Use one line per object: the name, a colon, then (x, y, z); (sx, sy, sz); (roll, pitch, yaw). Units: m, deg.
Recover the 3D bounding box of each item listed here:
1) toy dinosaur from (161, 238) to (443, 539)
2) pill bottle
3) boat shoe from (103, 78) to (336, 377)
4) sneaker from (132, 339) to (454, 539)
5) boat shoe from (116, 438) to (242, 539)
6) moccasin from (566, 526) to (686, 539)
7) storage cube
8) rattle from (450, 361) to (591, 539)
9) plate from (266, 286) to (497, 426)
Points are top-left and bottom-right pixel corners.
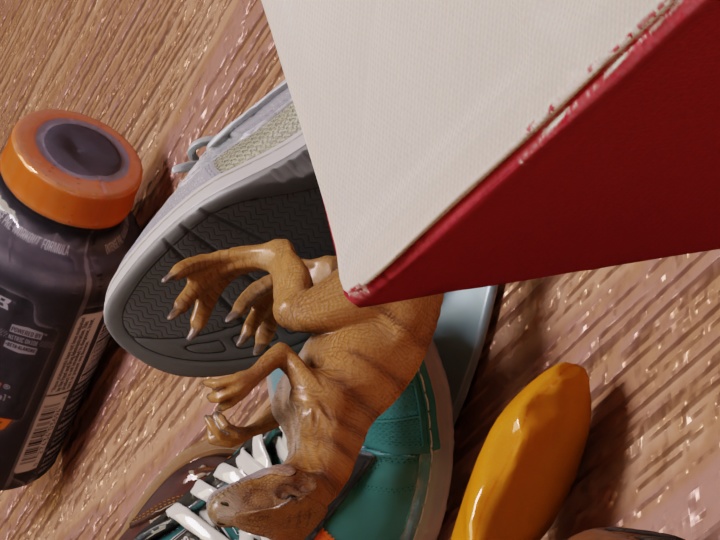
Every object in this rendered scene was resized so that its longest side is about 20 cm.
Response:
toy dinosaur: (0.004, 0.009, 0.676); (0.106, 0.061, 0.200); (12, 56, 32)
pill bottle: (-0.180, 0.013, 1.142); (0.106, 0.106, 0.201); (-105, 34, -50)
boat shoe: (-0.007, -0.039, 0.734); (0.202, 0.074, 0.065); (-42, 27, 20)
sneaker: (-0.033, 0.096, 0.745); (0.071, 0.080, 0.201); (53, 134, 35)
boat shoe: (-0.094, 0.158, 0.875); (0.201, 0.070, 0.070); (-61, 17, 27)
moccasin: (0.056, 0.166, 0.531); (0.202, 0.073, 0.078); (-68, 14, -2)
storage cube: (0.084, -0.112, 0.396); (0.200, 0.179, 0.172); (-42, 61, 57)
rattle: (-0.037, 0.094, 0.668); (0.199, 0.130, 0.144); (6, 96, 46)
plate: (0.000, 0.000, 0.813); (0.200, 0.025, 0.201); (-166, 90, -68)
